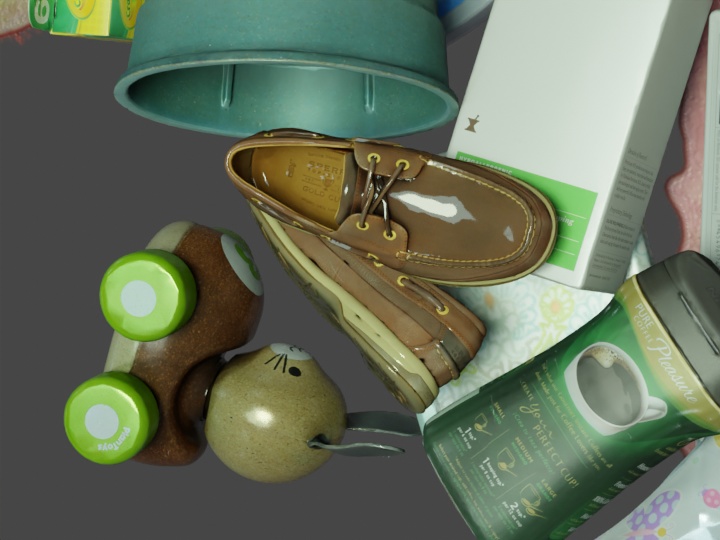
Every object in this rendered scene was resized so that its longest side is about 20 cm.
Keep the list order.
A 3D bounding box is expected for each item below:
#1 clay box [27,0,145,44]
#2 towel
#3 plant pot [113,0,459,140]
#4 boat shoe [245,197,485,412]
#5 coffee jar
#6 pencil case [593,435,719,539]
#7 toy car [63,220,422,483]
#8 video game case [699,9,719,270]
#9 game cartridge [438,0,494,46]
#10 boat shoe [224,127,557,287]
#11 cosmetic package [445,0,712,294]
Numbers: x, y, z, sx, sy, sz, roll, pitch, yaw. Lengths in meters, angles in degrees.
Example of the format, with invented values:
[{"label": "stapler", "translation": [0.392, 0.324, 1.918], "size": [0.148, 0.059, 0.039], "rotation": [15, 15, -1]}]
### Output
[{"label": "clay box", "translation": [-0.131, -0.197, 1.114], "size": [0.048, 0.200, 0.115], "rotation": [7, 96, 23]}, {"label": "towel", "translation": [0.102, 0.015, 1.123], "size": [0.171, 0.048, 0.200], "rotation": [-16, 88, 18]}, {"label": "plant pot", "translation": [-0.037, -0.191, 1.054], "size": [0.200, 0.200, 0.196], "rotation": [0, 81, 21]}, {"label": "boat shoe", "translation": [0.000, 0.000, 1.094], "size": [0.068, 0.072, 0.200], "rotation": [-39, 57, -7]}, {"label": "coffee jar", "translation": [0.142, 0.079, 1.042], "size": [0.200, 0.085, 0.104], "rotation": [-36, 72, 17]}, {"label": "pencil case", "translation": [0.184, 0.175, 1.079], "size": [0.091, 0.083, 0.200], "rotation": [44, 108, -3]}, {"label": "toy car", "translation": [-0.058, 0.069, 1.133], "size": [0.200, 0.164, 0.158], "rotation": [20, 100, 9]}, {"label": "video game case", "translation": [0.289, -0.048, 1.038], "size": [0.182, 0.024, 0.200], "rotation": [6, 103, 25]}, {"label": "game cartridge", "translation": [0.051, -0.221, 1.133], "size": [0.200, 0.040, 0.133], "rotation": [-40, 83, 18]}, {"label": "boat shoe", "translation": [0.011, -0.037, 1.008], "size": [0.200, 0.068, 0.072], "rotation": [16, 93, 28]}, {"label": "cosmetic package", "translation": [0.123, -0.096, 1.044], "size": [0.108, 0.085, 0.200], "rotation": [17, 94, 24]}]
